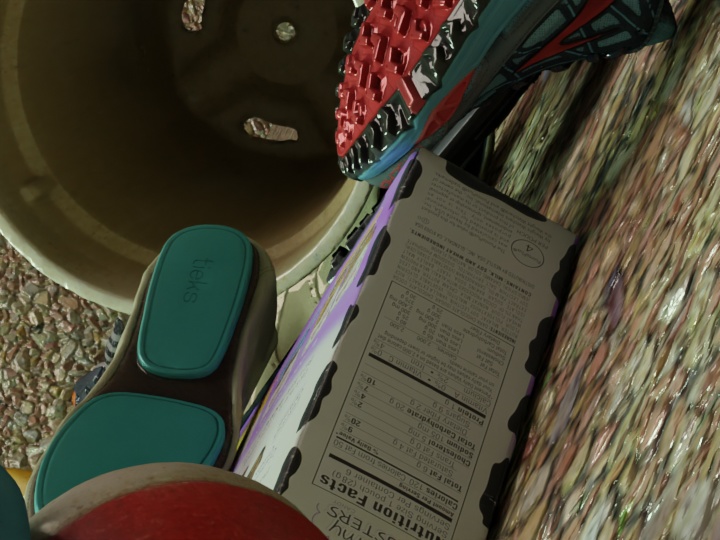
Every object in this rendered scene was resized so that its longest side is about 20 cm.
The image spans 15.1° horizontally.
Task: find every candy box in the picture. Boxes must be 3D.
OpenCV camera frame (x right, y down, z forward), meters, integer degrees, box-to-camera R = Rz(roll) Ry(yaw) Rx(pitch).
[{"bbox_3d":[-0.009,0.085,0.935,0.168,0.071,0.200,-58,7,40],"label":"candy box"}]

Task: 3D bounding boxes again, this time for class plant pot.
[{"bbox_3d":[-0.059,-0.097,1.214,0.201,0.200,0.183,-61,-8,20],"label":"plant pot"}]

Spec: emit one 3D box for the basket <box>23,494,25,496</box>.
[{"bbox_3d":[-0.121,0.183,1.147,0.201,0.142,0.149,-62,5,6],"label":"basket"}]

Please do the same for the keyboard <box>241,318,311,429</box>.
[{"bbox_3d":[-0.008,0.026,1.117,0.104,0.040,0.200,-21,-17,-29],"label":"keyboard"}]

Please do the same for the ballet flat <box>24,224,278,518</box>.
[{"bbox_3d":[-0.073,0.062,1.020,0.070,0.069,0.200,-58,4,40],"label":"ballet flat"}]

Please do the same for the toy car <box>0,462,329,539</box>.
[{"bbox_3d":[-0.034,0.154,0.583,0.178,0.184,0.200,-62,34,8],"label":"toy car"}]

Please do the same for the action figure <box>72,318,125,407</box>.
[{"bbox_3d":[-0.296,0.119,3.366,0.193,0.104,0.201,-43,20,45],"label":"action figure"}]

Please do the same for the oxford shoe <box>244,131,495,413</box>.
[{"bbox_3d":[0.000,0.000,1.280,0.201,0.070,0.075,-63,8,-4],"label":"oxford shoe"}]

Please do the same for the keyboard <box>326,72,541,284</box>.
[{"bbox_3d":[0.055,-0.073,1.145,0.200,0.021,0.127,-49,-4,4],"label":"keyboard"}]

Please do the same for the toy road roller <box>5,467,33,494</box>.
[{"bbox_3d":[-0.134,0.161,1.357,0.123,0.145,0.200,-65,6,-19],"label":"toy road roller"}]

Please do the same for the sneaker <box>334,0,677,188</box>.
[{"bbox_3d":[0.068,-0.091,0.964,0.200,0.095,0.080,-47,33,33],"label":"sneaker"}]
